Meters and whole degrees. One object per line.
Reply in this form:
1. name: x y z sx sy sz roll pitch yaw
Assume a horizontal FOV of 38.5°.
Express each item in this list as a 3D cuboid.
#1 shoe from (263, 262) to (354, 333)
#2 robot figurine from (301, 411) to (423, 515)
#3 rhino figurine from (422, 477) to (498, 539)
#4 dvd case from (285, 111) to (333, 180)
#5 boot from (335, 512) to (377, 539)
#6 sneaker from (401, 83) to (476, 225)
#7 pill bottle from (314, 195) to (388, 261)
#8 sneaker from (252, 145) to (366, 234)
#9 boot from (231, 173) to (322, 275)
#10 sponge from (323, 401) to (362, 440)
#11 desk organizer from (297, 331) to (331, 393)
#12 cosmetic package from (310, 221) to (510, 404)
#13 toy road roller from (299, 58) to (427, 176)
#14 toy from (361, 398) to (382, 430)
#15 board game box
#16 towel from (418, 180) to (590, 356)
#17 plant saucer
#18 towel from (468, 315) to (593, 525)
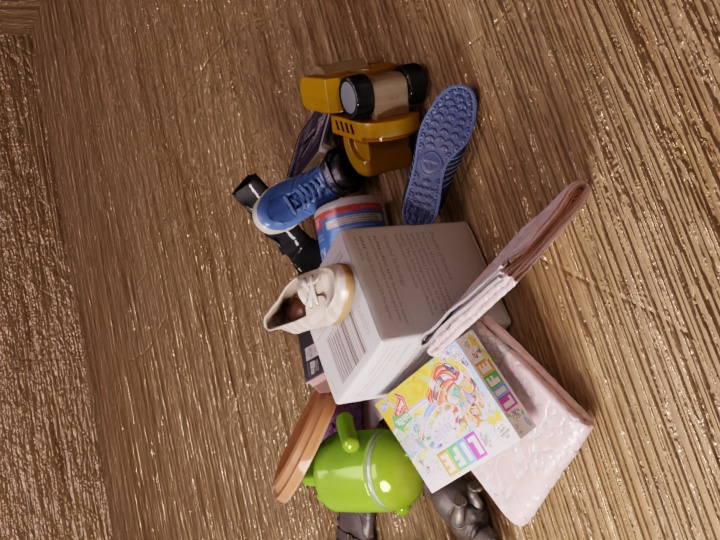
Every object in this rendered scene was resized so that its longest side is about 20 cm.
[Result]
1. shoe: -0.066 0.043 1.309 0.200 0.053 0.071 -34 65 58
2. robot figurine: 0.012 0.290 1.497 0.198 0.116 0.176 -11 127 38
3. rhino figurine: 0.140 0.320 1.368 0.200 0.059 0.088 52 156 45
4. dvd case: -0.076 -0.213 1.686 0.200 0.016 0.151 -45 27 55
5. boot: -0.029 0.394 1.681 0.199 0.068 0.177 24 114 56
6. sneaker: 0.101 -0.153 1.382 0.078 0.069 0.203 -77 8 -78
7. pill bottle: 0.000 0.000 1.536 0.112 0.111 0.203 -30 68 58
8. sneaker: -0.070 -0.127 1.570 0.078 0.198 0.111 61 147 4
9. boot: -0.116 -0.075 1.687 0.201 0.066 0.164 54 153 -12
10. sponge: -0.034 0.189 1.663 0.112 0.029 0.203 136 137 -55
11. desk organizer: -0.047 0.104 1.582 0.071 0.077 0.202 -29 40 13
12. cosmetic package: 0.055 0.053 1.351 0.165 0.197 0.167 -56 48 48
13. toy road roller: 0.007 -0.222 1.497 0.199 0.121 0.148 27 128 57
14. toy: 0.035 0.179 1.547 0.201 0.046 0.117 108 162 -66
15. board game box: 0.111 0.176 1.258 0.135 0.034 0.200 56 140 10
16. towel: 0.164 -0.002 1.181 0.032 0.191 0.200 45 142 3
17. plant saucer: -0.085 0.256 1.576 0.202 0.032 0.200 -62 4 8
18. towel: 0.173 0.185 1.259 0.191 0.032 0.202 47 137 26
